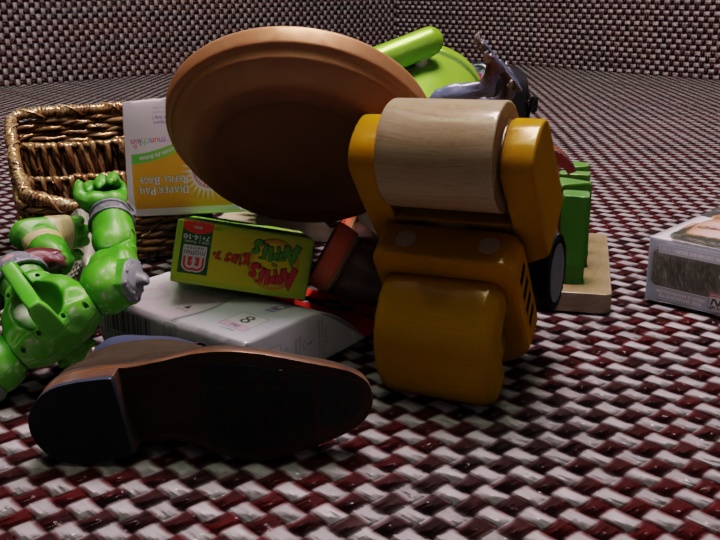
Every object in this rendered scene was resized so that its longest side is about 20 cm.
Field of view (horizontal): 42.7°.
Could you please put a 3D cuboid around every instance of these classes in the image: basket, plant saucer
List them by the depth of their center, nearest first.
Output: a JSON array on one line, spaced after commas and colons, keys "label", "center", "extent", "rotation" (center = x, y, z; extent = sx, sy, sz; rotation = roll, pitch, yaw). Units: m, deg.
[{"label": "plant saucer", "center": [-0.045, -0.093, 0.675], "extent": [0.199, 0.200, 0.038], "rotation": [1, 58, 5]}, {"label": "basket", "center": [-0.258, -0.094, 0.955], "extent": [0.199, 0.150, 0.143], "rotation": [-7, 18, -22]}]

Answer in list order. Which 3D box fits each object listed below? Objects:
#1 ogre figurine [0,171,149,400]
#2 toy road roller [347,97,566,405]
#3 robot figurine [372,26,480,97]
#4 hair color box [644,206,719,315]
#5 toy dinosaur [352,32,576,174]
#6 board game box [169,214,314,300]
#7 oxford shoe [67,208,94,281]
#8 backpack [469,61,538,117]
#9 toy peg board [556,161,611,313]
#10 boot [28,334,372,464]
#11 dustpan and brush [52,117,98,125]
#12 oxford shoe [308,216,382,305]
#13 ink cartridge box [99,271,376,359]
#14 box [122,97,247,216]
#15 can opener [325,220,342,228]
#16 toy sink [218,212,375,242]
[{"label": "ogre figurine", "center": [-0.235, 0.020, 0.653], "extent": [0.199, 0.098, 0.120], "rotation": [-24, 45, -28]}, {"label": "toy road roller", "center": [0.062, -0.003, 0.613], "extent": [0.122, 0.200, 0.146], "rotation": [6, 54, 24]}, {"label": "robot figurine", "center": [0.055, -0.129, 0.841], "extent": [0.115, 0.176, 0.200], "rotation": [0, 41, 12]}, {"label": "hair color box", "center": [0.351, -0.014, 0.835], "extent": [0.099, 0.061, 0.200], "rotation": [16, 24, 41]}, {"label": "toy dinosaur", "center": [0.033, -0.108, 0.714], "extent": [0.181, 0.200, 0.105], "rotation": [-35, -6, 18]}, {"label": "board game box", "center": [-0.097, -0.015, 0.768], "extent": [0.101, 0.048, 0.200], "rotation": [8, 3, -7]}, {"label": "oxford shoe", "center": [-0.235, -0.001, 0.805], "extent": [0.058, 0.075, 0.200], "rotation": [33, 8, -24]}, {"label": "backpack", "center": [0.102, -0.176, 1.168], "extent": [0.150, 0.178, 0.200], "rotation": [-6, 14, -35]}, {"label": "toy peg board", "center": [0.136, -0.044, 0.872], "extent": [0.198, 0.098, 0.200], "rotation": [4, 17, 13]}, {"label": "boot", "center": [-0.093, 0.064, 0.571], "extent": [0.199, 0.075, 0.097], "rotation": [-2, 20, 0]}, {"label": "dustpan and brush", "center": [-0.272, -0.099, 1.071], "extent": [0.199, 0.140, 0.057], "rotation": [22, 24, -14]}, {"label": "oxford shoe", "center": [0.000, 0.000, 0.785], "extent": [0.072, 0.071, 0.200], "rotation": [29, 8, -2]}, {"label": "ink cartridge box", "center": [-0.079, 0.028, 0.731], "extent": [0.162, 0.057, 0.200], "rotation": [13, 26, 36]}, {"label": "box", "center": [-0.125, -0.106, 0.875], "extent": [0.112, 0.102, 0.200], "rotation": [-2, 4, 18]}, {"label": "can opener", "center": [-0.024, -0.112, 0.899], "extent": [0.063, 0.079, 0.200], "rotation": [-17, 26, 27]}, {"label": "toy sink", "center": [-0.059, -0.104, 1.041], "extent": [0.199, 0.113, 0.130], "rotation": [3, 17, 11]}]
